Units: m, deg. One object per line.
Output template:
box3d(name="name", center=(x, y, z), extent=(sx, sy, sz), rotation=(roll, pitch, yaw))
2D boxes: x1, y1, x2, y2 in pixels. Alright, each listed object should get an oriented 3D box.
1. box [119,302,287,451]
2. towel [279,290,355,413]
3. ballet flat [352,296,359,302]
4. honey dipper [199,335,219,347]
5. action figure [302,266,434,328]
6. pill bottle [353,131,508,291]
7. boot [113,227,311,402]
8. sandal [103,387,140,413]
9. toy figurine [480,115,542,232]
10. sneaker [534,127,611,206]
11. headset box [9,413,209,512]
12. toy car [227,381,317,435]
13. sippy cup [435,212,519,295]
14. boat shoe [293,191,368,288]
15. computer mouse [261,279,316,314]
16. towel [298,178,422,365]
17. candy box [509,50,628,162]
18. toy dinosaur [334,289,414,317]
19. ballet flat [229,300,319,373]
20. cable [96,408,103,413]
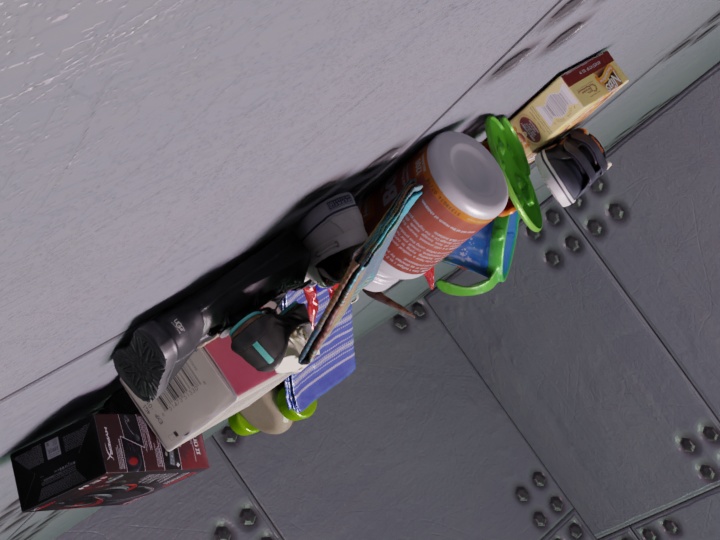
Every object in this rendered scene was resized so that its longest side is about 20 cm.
box3d(name="box", center=(-0.172, 0.117, 1.572), extent=(0.128, 0.109, 0.200), rotation=(-38, 175, 25))
box3d(name="towel", center=(-0.055, 0.086, 1.802), extent=(0.145, 0.024, 0.200), rotation=(-32, 130, -42))
box3d(name="ballet flat", center=(-0.009, 0.006, 1.863), extent=(0.200, 0.070, 0.069), rotation=(-37, 175, 12))
box3d(name="honey dipper", center=(-0.132, 0.037, 1.511), extent=(0.038, 0.038, 0.200), rotation=(-39, 175, 38))
box3d(name="action figure", center=(-0.011, 0.030, 1.630), extent=(0.200, 0.099, 0.065), rotation=(-2, -150, -5))
box3d(name="pill bottle", center=(0.064, -0.060, 1.475), extent=(0.200, 0.112, 0.112), rotation=(-40, 173, 38))
box3d(name="boot", center=(-0.154, 0.047, 1.360), extent=(0.200, 0.066, 0.165), rotation=(-38, 180, -30))
box3d(name="sandal", center=(-0.257, 0.164, 1.688), extent=(0.200, 0.076, 0.043), rotation=(-13, 159, -48))
box3d(name="toy figurine", center=(0.111, -0.095, 1.602), extent=(0.184, 0.150, 0.200), rotation=(-23, -156, 18))
box3d(name="sneaker", center=(0.282, -0.143, 1.711), extent=(0.079, 0.079, 0.200), rotation=(-32, -172, 17))
box3d(name="headset box", center=(-0.291, 0.229, 1.558), extent=(0.148, 0.075, 0.200), rotation=(-26, 161, 28))
box3d(name="toy car", center=(-0.115, 0.129, 1.930), extent=(0.164, 0.158, 0.200), rotation=(-23, -162, 49))
box3d(name="sippy cup", center=(0.146, -0.060, 1.793), extent=(0.178, 0.130, 0.140), rotation=(-60, 156, -58))
box3d(name="boat shoe", center=(-0.041, -0.014, 1.408), extent=(0.071, 0.070, 0.200), rotation=(-22, 168, -30))
box3d(name="computer mouse", center=(-0.075, 0.029, 1.518), extent=(0.059, 0.034, 0.200), rotation=(-10, -147, 50))
box3d(name="towel", center=(0.002, 0.001, 1.348), extent=(0.147, 0.022, 0.200), rotation=(-61, 177, 33))
box3d(name="candy box", center=(0.249, -0.200, 1.718), extent=(0.115, 0.055, 0.200), rotation=(-31, 174, -41))
box3d(name="toy dinosaur", center=(0.000, 0.000, 1.710), extent=(0.106, 0.060, 0.200), rotation=(-22, -144, 9))
box3d(name="ballet flat", center=(-0.085, 0.078, 1.358), extent=(0.068, 0.068, 0.200), rotation=(-43, 174, 12))
box3d(name="cable", center=(-0.344, 0.223, 1.744), extent=(0.163, 0.051, 0.200), rotation=(-37, 175, 17))
